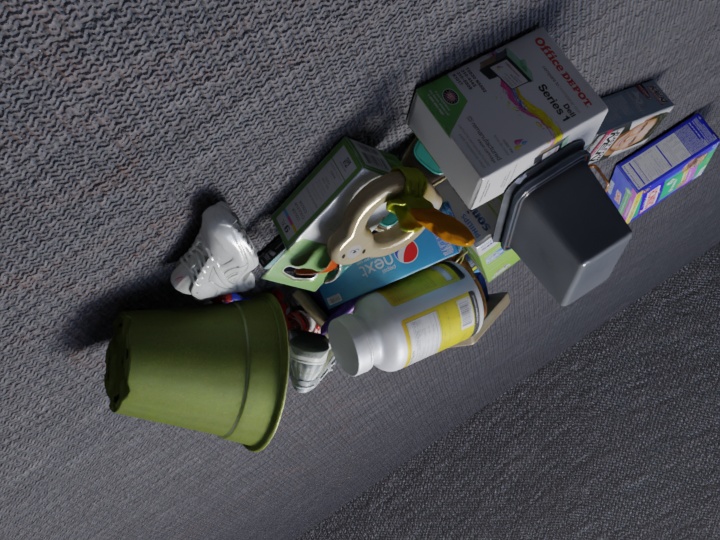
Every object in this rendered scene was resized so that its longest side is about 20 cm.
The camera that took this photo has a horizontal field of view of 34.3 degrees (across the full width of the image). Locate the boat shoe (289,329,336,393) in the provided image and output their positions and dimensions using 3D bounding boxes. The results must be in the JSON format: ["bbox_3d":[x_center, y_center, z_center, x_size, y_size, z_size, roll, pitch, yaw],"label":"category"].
[{"bbox_3d":[-0.071,0.125,1.664,0.202,0.074,0.065,-84,-176,-85],"label":"boat shoe"}]

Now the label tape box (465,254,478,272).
[{"bbox_3d":[0.199,-0.064,1.923,0.143,0.066,0.200,-39,164,13],"label":"label tape box"}]

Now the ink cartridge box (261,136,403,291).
[{"bbox_3d":[-0.039,-0.067,1.452,0.200,0.060,0.103,-46,145,23],"label":"ink cartridge box"}]

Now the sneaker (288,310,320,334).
[{"bbox_3d":[-0.068,0.082,1.802,0.200,0.068,0.108,-32,164,-2],"label":"sneaker"}]

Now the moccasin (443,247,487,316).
[{"bbox_3d":[0.125,-0.012,1.693,0.073,0.203,0.078,-22,158,7],"label":"moccasin"}]

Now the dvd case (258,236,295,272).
[{"bbox_3d":[-0.032,-0.068,1.565,0.200,0.022,0.146,-43,161,16],"label":"dvd case"}]

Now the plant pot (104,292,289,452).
[{"bbox_3d":[-0.210,0.118,1.438,0.188,0.202,0.200,7,142,-25],"label":"plant pot"}]

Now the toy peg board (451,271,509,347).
[{"bbox_3d":[0.104,0.048,1.808,0.197,0.099,0.200,-10,-167,26],"label":"toy peg board"}]

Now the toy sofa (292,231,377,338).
[{"bbox_3d":[0.000,0.000,1.655,0.200,0.083,0.098,-41,-179,19],"label":"toy sofa"}]

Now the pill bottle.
[{"bbox_3d":[0.060,0.069,1.576,0.199,0.113,0.112,-21,158,-25],"label":"pill bottle"}]

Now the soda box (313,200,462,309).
[{"bbox_3d":[0.037,-0.021,1.555,0.199,0.065,0.068,-23,-172,18],"label":"soda box"}]

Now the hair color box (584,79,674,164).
[{"bbox_3d":[0.403,-0.232,1.872,0.199,0.061,0.099,-23,158,-35],"label":"hair color box"}]

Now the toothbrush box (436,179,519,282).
[{"bbox_3d":[0.167,-0.084,1.678,0.086,0.146,0.200,-36,161,2],"label":"toothbrush box"}]

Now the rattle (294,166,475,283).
[{"bbox_3d":[0.029,-0.015,1.398,0.200,0.143,0.130,-41,162,6],"label":"rattle"}]

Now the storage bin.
[{"bbox_3d":[0.271,-0.053,1.492,0.145,0.135,0.200,-32,163,-12],"label":"storage bin"}]

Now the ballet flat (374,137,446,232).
[{"bbox_3d":[0.076,-0.130,1.525,0.200,0.071,0.065,-44,-176,-11],"label":"ballet flat"}]

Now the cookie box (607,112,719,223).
[{"bbox_3d":[0.582,-0.194,2.265,0.199,0.076,0.171,-32,163,-7],"label":"cookie box"}]

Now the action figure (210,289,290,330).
[{"bbox_3d":[-0.142,0.076,1.614,0.065,0.099,0.200,-42,164,22],"label":"action figure"}]

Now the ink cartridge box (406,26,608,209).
[{"bbox_3d":[0.181,-0.190,1.437,0.199,0.145,0.084,-29,162,-19],"label":"ink cartridge box"}]

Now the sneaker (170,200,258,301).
[{"bbox_3d":[-0.176,-0.008,1.371,0.099,0.078,0.200,-27,160,-14],"label":"sneaker"}]
